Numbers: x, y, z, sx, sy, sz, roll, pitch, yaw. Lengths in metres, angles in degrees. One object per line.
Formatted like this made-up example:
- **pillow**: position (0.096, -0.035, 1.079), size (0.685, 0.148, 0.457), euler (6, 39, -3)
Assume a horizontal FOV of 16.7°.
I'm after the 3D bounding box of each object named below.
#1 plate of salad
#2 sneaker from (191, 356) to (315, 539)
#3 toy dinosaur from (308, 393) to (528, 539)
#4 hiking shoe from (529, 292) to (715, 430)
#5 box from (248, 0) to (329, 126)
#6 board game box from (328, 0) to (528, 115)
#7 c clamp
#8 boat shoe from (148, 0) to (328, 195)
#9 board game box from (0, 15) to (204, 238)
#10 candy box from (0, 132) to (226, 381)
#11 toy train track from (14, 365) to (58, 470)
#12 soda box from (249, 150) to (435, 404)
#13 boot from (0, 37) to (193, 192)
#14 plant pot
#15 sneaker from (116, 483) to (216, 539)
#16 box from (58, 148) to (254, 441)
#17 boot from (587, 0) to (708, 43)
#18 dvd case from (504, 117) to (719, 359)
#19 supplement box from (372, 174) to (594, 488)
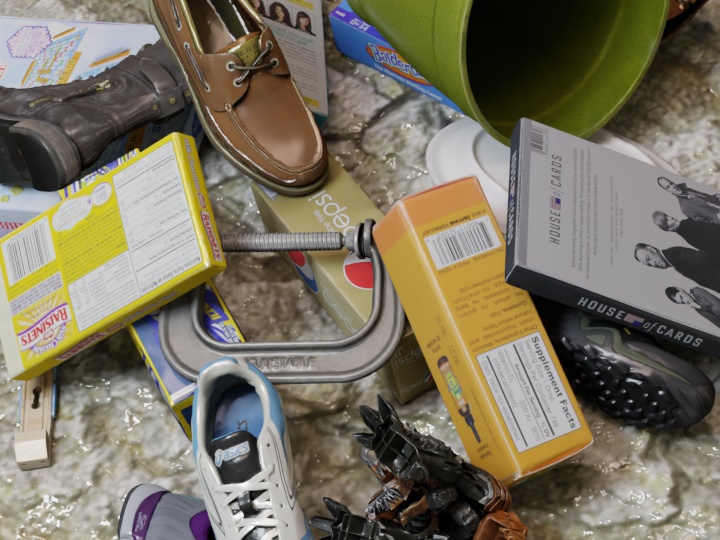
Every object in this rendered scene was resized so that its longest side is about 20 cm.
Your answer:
- **plate of salad**: position (0.142, -0.056, 1.749), size (0.199, 0.048, 0.200), euler (9, 30, -5)
- **sneaker**: position (-0.071, 0.149, 1.581), size (0.071, 0.072, 0.201), euler (-22, 62, 12)
- **toy dinosaur**: position (0.053, 0.145, 1.564), size (0.199, 0.135, 0.103), euler (-2, 73, 53)
- **hiking shoe**: position (0.171, 0.033, 1.667), size (0.199, 0.076, 0.101), euler (28, 63, 35)
- **box**: position (-0.075, -0.190, 1.906), size (0.082, 0.049, 0.201), euler (19, 44, -25)
- **board game box**: position (0.096, -0.220, 1.919), size (0.152, 0.045, 0.200), euler (28, 61, 31)
- **c clamp**: position (-0.062, 0.001, 1.682), size (0.198, 0.027, 0.172), euler (4, 63, 12)
- **boat shoe**: position (-0.090, -0.144, 1.753), size (0.072, 0.068, 0.200), euler (-32, 75, -23)
- **board game box**: position (-0.222, -0.109, 1.905), size (0.198, 0.041, 0.201), euler (5, 53, 17)
- **candy box**: position (-0.182, -0.008, 1.704), size (0.199, 0.026, 0.103), euler (-28, 69, 31)
- **toy train track**: position (-0.236, 0.053, 1.779), size (0.114, 0.033, 0.201), euler (-8, 51, 7)
- **soda box**: position (0.000, 0.000, 1.743), size (0.064, 0.068, 0.200), euler (-29, 50, -12)
- **boot**: position (-0.200, -0.129, 1.844), size (0.174, 0.070, 0.200), euler (-33, 34, -26)
- **plant pot**: position (0.089, -0.212, 1.776), size (0.200, 0.201, 0.193), euler (-39, 41, -19)
- **sneaker**: position (-0.126, 0.224, 1.587), size (0.087, 0.075, 0.201), euler (4, 51, 10)
- **box**: position (-0.140, 0.016, 1.739), size (0.070, 0.064, 0.201), euler (-28, 63, -5)
- **boot**: position (0.204, -0.276, 1.870), size (0.200, 0.069, 0.188), euler (33, 63, 31)
- **dvd case**: position (0.193, -0.017, 1.654), size (0.199, 0.025, 0.151), euler (19, 42, -12)
- **supplement box**: position (0.080, 0.043, 1.626), size (0.068, 0.067, 0.201), euler (-18, 80, -21)
